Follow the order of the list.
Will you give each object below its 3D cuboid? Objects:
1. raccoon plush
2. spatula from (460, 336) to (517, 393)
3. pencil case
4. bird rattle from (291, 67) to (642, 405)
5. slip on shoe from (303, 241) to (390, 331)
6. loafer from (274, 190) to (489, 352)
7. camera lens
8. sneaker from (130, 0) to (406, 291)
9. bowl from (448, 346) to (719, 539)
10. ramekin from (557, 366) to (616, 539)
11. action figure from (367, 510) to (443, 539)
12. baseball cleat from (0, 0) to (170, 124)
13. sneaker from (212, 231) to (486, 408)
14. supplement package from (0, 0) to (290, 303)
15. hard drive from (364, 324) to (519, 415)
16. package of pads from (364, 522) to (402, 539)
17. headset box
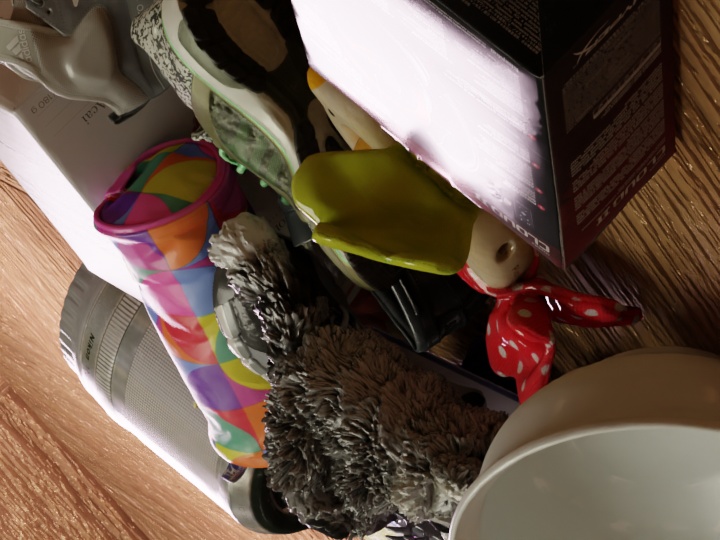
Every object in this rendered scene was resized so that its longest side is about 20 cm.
[{"bbox_3d":[0.005,0.057,1.401,0.200,0.097,0.134,51,147,-13],"label":"raccoon plush"},{"bbox_3d":[0.081,0.081,1.712,0.057,0.021,0.200,34,168,6],"label":"spatula"},{"bbox_3d":[-0.079,0.023,1.573,0.088,0.088,0.200,30,150,48],"label":"pencil case"},{"bbox_3d":[0.048,-0.035,1.349,0.163,0.113,0.200,49,-173,39],"label":"bird rattle"},{"bbox_3d":[0.000,0.000,1.631,0.200,0.061,0.074,111,158,-66],"label":"slip on shoe"},{"bbox_3d":[-0.014,-0.042,1.492,0.201,0.070,0.068,45,167,-5],"label":"loafer"},{"bbox_3d":[-0.075,0.060,1.814,0.200,0.160,0.160,37,166,31],"label":"camera lens"},{"bbox_3d":[-0.044,-0.073,1.439,0.089,0.077,0.200,-14,115,54],"label":"sneaker"},{"bbox_3d":[0.143,0.099,1.322,0.201,0.090,0.201,4,140,3],"label":"bowl"},{"bbox_3d":[0.149,0.140,1.501,0.200,0.105,0.200,41,167,12],"label":"ramekin"},{"bbox_3d":[0.107,0.184,1.836,0.200,0.069,0.130,31,147,12],"label":"action figure"},{"bbox_3d":[-0.162,-0.163,1.459,0.200,0.106,0.070,53,168,-19],"label":"baseball cleat"},{"bbox_3d":[0.009,0.051,1.528,0.115,0.075,0.200,10,149,38],"label":"sneaker"},{"bbox_3d":[-0.133,-0.083,1.616,0.120,0.121,0.200,29,162,47],"label":"supplement package"},{"bbox_3d":[0.071,0.097,1.685,0.132,0.025,0.200,25,168,19],"label":"hard drive"},{"bbox_3d":[0.049,0.170,2.008,0.155,0.068,0.200,52,166,-27],"label":"package of pads"},{"bbox_3d":[0.045,-0.097,1.109,0.149,0.075,0.200,39,167,20],"label":"headset box"}]
